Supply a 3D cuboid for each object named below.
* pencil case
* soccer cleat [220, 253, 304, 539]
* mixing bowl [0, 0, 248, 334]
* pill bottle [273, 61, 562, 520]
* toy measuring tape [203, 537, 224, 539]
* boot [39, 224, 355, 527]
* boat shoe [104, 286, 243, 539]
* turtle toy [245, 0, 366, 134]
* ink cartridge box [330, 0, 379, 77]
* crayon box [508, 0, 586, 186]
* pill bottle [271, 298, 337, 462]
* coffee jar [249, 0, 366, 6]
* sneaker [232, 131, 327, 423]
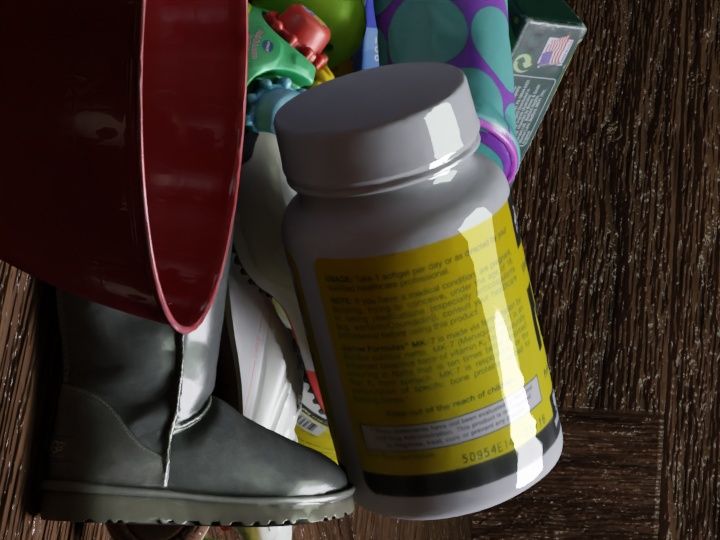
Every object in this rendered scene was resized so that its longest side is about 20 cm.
[{"bbox_3d":[0.045,-0.142,1.486,0.092,0.085,0.200,109,-18,-58],"label":"pencil case"},{"bbox_3d":[-0.055,0.073,1.407,0.069,0.077,0.200,41,-32,58],"label":"soccer cleat"},{"bbox_3d":[-0.112,-0.078,0.979,0.200,0.108,0.201,2,90,-83],"label":"mixing bowl"},{"bbox_3d":[0.026,0.009,1.256,0.114,0.114,0.201,-70,149,-66],"label":"pill bottle"},{"bbox_3d":[-0.085,0.171,1.424,0.200,0.073,0.074,-67,159,-81],"label":"toy measuring tape"},{"bbox_3d":[-0.073,0.019,1.213,0.182,0.072,0.201,6,83,-40],"label":"boot"},{"bbox_3d":[-0.093,0.050,1.307,0.075,0.074,0.203,86,8,-76],"label":"boat shoe"},{"bbox_3d":[-0.053,-0.099,1.433,0.146,0.101,0.200,84,12,-49],"label":"turtle toy"},{"bbox_3d":[-0.006,-0.106,1.649,0.136,0.076,0.201,1,-93,57],"label":"ink cartridge box"},{"bbox_3d":[0.056,-0.161,1.670,0.200,0.051,0.127,56,-48,43],"label":"crayon box"},{"bbox_3d":[-0.021,0.060,1.536,0.200,0.112,0.113,133,-36,-66],"label":"pill bottle"},{"bbox_3d":[-0.043,-0.242,1.513,0.104,0.085,0.200,-95,-179,-48],"label":"coffee jar"},{"bbox_3d":[0.000,0.001,1.347,0.070,0.093,0.200,-75,149,-45],"label":"sneaker"}]
